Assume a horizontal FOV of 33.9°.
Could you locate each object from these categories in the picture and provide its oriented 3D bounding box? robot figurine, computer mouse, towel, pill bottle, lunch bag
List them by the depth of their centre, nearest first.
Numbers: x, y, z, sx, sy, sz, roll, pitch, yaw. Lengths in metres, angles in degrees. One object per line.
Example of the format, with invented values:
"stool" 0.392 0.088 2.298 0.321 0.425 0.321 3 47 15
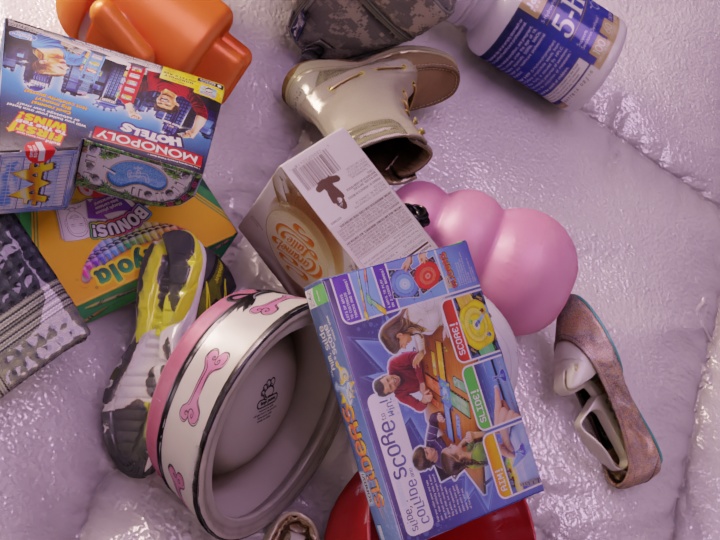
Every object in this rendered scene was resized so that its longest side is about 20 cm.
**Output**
"towel" -0.336 0.030 0.901 0.199 0.035 0.193 -35 83 -17
"computer mouse" 0.090 0.024 1.048 0.044 0.110 0.201 -33 88 7
"robot figurine" -0.198 -0.232 1.098 0.199 0.117 0.145 36 57 -5
"lunch bag" 0.006 -0.326 1.234 0.139 0.167 0.202 33 48 -36
"pill bottle" 0.187 -0.279 1.331 0.198 0.120 0.121 29 53 -11

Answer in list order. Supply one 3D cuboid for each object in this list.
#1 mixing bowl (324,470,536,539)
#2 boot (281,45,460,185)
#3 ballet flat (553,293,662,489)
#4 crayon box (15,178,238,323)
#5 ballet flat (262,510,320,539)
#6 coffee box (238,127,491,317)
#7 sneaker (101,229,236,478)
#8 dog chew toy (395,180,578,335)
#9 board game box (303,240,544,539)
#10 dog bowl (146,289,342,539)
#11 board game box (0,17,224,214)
"mixing bowl" 0.043 0.230 0.959 0.199 0.108 0.203 20 59 -38
"boot" 0.038 -0.154 1.176 0.198 0.073 0.155 -10 42 -26
"ballet flat" 0.228 0.121 1.150 0.067 0.068 0.202 -26 87 -24
"crayon box" -0.219 -0.032 1.011 0.199 0.058 0.119 -27 78 -37
"ballet flat" -0.073 0.277 0.911 0.069 0.070 0.202 26 54 -13
"coffee box" 0.000 0.000 0.991 0.079 0.114 0.201 -35 84 -33
"sneaker" -0.146 0.073 0.967 0.084 0.074 0.203 26 76 -52
"dog chew toy" 0.109 -0.021 1.148 0.198 0.125 0.125 27 54 -3
"board game box" 0.049 0.090 0.888 0.134 0.034 0.203 -14 84 -29
"dog bowl" -0.088 0.105 0.931 0.073 0.202 0.200 25 46 27
"board game box" -0.223 -0.108 0.960 0.197 0.062 0.201 16 36 -9
